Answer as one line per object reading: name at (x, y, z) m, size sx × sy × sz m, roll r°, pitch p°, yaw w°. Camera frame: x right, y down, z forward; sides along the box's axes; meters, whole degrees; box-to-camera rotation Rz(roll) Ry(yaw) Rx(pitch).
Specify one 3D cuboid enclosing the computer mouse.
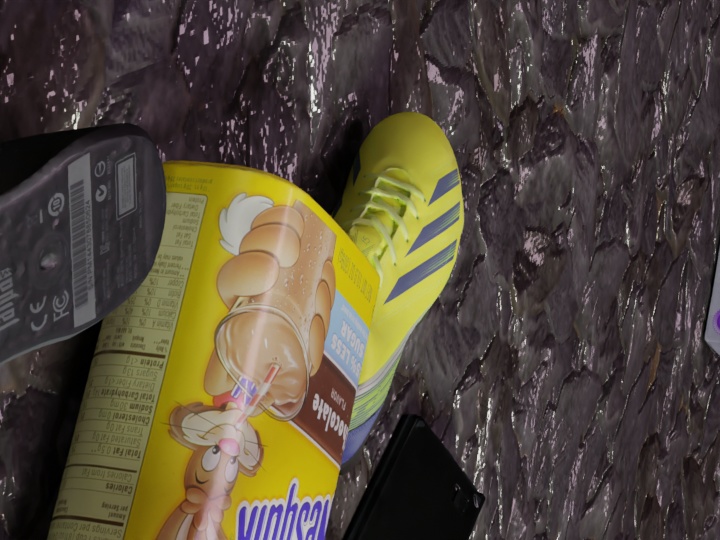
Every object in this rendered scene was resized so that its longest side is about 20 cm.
computer mouse at (-0.141, -0.022, 0.698) m, size 0.200 × 0.046 × 0.142 m, roll -39°, pitch 136°, yaw -44°

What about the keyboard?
keyboard at (0.009, 0.180, 1.141) m, size 0.104 × 0.039 × 0.201 m, roll 54°, pitch 44°, yaw -27°

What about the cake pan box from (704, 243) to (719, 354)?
cake pan box at (0.390, -0.013, 1.780) m, size 0.052 × 0.183 × 0.202 m, roll 34°, pitch 66°, yaw -60°

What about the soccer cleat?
soccer cleat at (0.001, 0.000, 1.008) m, size 0.084 × 0.064 × 0.201 m, roll 68°, pitch 37°, yaw -55°

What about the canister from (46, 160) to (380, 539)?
canister at (-0.060, 0.074, 0.863) m, size 0.149 × 0.086 × 0.202 m, roll 47°, pitch 52°, yaw -62°
